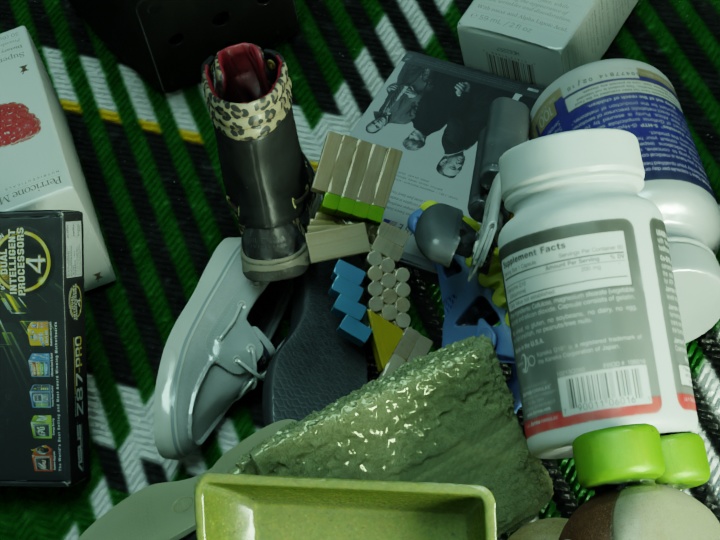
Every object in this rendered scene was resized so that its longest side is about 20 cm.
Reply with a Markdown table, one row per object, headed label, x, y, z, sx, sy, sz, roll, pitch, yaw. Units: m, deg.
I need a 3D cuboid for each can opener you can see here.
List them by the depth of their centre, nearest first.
| label | x | y | z | sx | sy | sz | roll | pitch | yaw |
| --- | --- | --- | --- | --- | --- | --- | --- | --- | --- |
| can opener | 0.081 | -0.065 | 1.356 | 0.066 | 0.054 | 0.200 | 18 | 34 | -3 |

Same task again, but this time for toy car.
| label | x | y | z | sx | sy | sz | roll | pitch | yaw |
| --- | --- | --- | --- | --- | --- | --- | --- | --- | --- |
| toy car | 0.126 | 0.202 | 1.196 | 0.199 | 0.157 | 0.166 | -17 | 73 | 28 |

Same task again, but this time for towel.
| label | x | y | z | sx | sy | sz | roll | pitch | yaw |
| --- | --- | --- | --- | --- | --- | --- | --- | --- | --- |
| towel | 0.023 | 0.141 | 1.270 | 0.199 | 0.149 | 0.036 | -27 | 20 | -9 |

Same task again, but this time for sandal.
| label | x | y | z | sx | sy | sz | roll | pitch | yaw |
| --- | --- | --- | --- | --- | --- | --- | --- | --- | --- |
| sandal | 0.086 | 0.029 | 1.371 | 0.087 | 0.079 | 0.200 | -49 | 50 | 18 |
| sandal | -0.031 | 0.062 | 1.398 | 0.076 | 0.043 | 0.201 | 29 | 41 | -15 |

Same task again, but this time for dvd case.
| label | x | y | z | sx | sy | sz | roll | pitch | yaw |
| --- | --- | --- | --- | --- | --- | --- | --- | --- | --- |
| dvd case | 0.055 | -0.085 | 1.511 | 0.149 | 0.025 | 0.201 | 19 | 60 | 26 |

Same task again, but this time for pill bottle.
| label | x | y | z | sx | sy | sz | roll | pitch | yaw |
| --- | --- | --- | --- | --- | --- | --- | --- | --- | --- |
| pill bottle | 0.152 | 0.017 | 1.247 | 0.113 | 0.114 | 0.202 | -9 | 78 | 6 |
| pill bottle | 0.199 | -0.047 | 1.384 | 0.119 | 0.120 | 0.201 | -14 | 50 | 2 |

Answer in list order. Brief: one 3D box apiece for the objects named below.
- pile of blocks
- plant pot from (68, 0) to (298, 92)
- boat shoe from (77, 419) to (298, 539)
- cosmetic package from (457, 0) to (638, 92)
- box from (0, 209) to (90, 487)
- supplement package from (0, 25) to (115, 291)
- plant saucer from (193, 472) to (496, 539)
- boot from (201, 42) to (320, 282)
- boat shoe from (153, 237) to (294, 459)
| label | x | y | z | sx | sy | sz | roll | pitch | yaw |
| --- | --- | --- | --- | --- | --- | --- | --- | --- | --- |
| pile of blocks | 0.000 | 0.000 | 1.396 | 0.081 | 0.062 | 0.202 | -8 | 79 | -9 |
| plant pot | -0.155 | -0.278 | 1.618 | 0.199 | 0.200 | 0.178 | -26 | 61 | -9 |
| boat shoe | -0.111 | 0.176 | 1.311 | 0.200 | 0.063 | 0.074 | -27 | 32 | 11 |
| cosmetic package | 0.172 | -0.238 | 1.577 | 0.101 | 0.074 | 0.201 | 18 | 59 | 25 |
| box | -0.282 | 0.056 | 1.388 | 0.160 | 0.049 | 0.202 | 0 | 93 | 13 |
| supplement package | -0.288 | -0.076 | 1.523 | 0.120 | 0.120 | 0.201 | -21 | 50 | -4 |
| plant saucer | -0.001 | 0.223 | 1.197 | 0.198 | 0.202 | 0.048 | 0 | 10 | 19 |
| boot | -0.077 | -0.101 | 1.429 | 0.073 | 0.151 | 0.200 | -8 | 32 | 4 |
| boat shoe | -0.096 | 0.058 | 1.410 | 0.068 | 0.072 | 0.201 | 5 | 43 | 20 |
